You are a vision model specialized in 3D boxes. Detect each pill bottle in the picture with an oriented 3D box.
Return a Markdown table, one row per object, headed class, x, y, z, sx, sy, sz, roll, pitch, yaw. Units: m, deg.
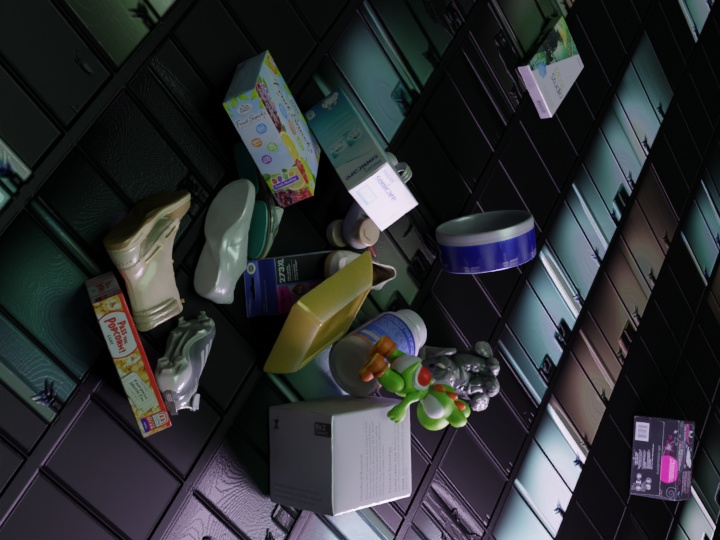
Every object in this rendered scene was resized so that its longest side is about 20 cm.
| class | x | y | z | sx | sy | sz | roll | pitch | yaw |
| --- | --- | --- | --- | --- | --- | --- | --- | --- | --- |
| pill bottle | 0.039 | 0.142 | 1.856 | 0.199 | 0.110 | 0.114 | -27 | 109 | -51 |

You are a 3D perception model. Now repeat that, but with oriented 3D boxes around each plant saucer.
| class | x | y | z | sx | sy | sz | roll | pitch | yaw |
| --- | --- | --- | --- | --- | --- | --- | --- | --- | --- |
| plant saucer | -0.060 | 0.083 | 1.709 | 0.048 | 0.201 | 0.199 | 43 | 48 | 13 |

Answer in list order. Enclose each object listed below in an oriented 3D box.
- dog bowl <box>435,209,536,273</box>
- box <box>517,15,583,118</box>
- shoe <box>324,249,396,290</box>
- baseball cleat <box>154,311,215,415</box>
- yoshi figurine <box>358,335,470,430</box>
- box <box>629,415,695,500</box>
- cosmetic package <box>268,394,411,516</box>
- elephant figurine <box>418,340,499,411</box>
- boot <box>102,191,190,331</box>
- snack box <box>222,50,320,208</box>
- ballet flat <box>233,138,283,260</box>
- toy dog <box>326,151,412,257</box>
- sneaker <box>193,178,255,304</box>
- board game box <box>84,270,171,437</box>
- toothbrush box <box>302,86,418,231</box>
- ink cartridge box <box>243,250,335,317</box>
| class | x | y | z | sx | sy | sz | roll | pitch | yaw |
| --- | --- | --- | --- | --- | --- | --- | --- | --- | --- |
| dog bowl | 0.250 | -0.059 | 2.028 | 0.198 | 0.198 | 0.080 | -24 | 109 | -44 |
| box | 0.444 | -0.473 | 2.360 | 0.201 | 0.036 | 0.145 | -55 | 127 | -33 |
| shoe | 0.000 | 0.000 | 1.833 | 0.199 | 0.052 | 0.072 | 8 | 80 | -60 |
| baseball cleat | -0.265 | 0.147 | 1.542 | 0.201 | 0.068 | 0.109 | -64 | 152 | -64 |
| yoshi figurine | 0.089 | 0.208 | 1.725 | 0.198 | 0.112 | 0.113 | 36 | 90 | -4 |
| box | 0.783 | 0.485 | 2.638 | 0.114 | 0.130 | 0.205 | 13 | 80 | -49 |
| cosmetic package | -0.034 | 0.310 | 1.744 | 0.198 | 0.163 | 0.169 | -2 | 91 | -46 |
| elephant figurine | 0.163 | 0.200 | 1.993 | 0.196 | 0.156 | 0.143 | 1 | 51 | -21 |
| boot | -0.299 | -0.019 | 1.525 | 0.201 | 0.071 | 0.158 | -59 | 140 | -57 |
| snack box | -0.140 | -0.232 | 1.657 | 0.170 | 0.067 | 0.202 | -84 | 151 | -59 |
| ballet flat | -0.164 | -0.121 | 1.687 | 0.071 | 0.068 | 0.205 | -14 | 97 | -54 |
| toy dog | 0.029 | -0.107 | 1.852 | 0.201 | 0.132 | 0.096 | -50 | 127 | -4 |
| sneaker | -0.207 | -0.045 | 1.645 | 0.088 | 0.074 | 0.204 | 32 | 72 | -55 |
| board game box | -0.331 | 0.115 | 1.440 | 0.046 | 0.151 | 0.204 | -21 | 108 | -14 |
| toothbrush box | 0.000 | -0.190 | 1.742 | 0.085 | 0.201 | 0.146 | -35 | 146 | 6 |
| ink cartridge box | -0.116 | 0.022 | 1.756 | 0.198 | 0.037 | 0.097 | -8 | 95 | -45 |
